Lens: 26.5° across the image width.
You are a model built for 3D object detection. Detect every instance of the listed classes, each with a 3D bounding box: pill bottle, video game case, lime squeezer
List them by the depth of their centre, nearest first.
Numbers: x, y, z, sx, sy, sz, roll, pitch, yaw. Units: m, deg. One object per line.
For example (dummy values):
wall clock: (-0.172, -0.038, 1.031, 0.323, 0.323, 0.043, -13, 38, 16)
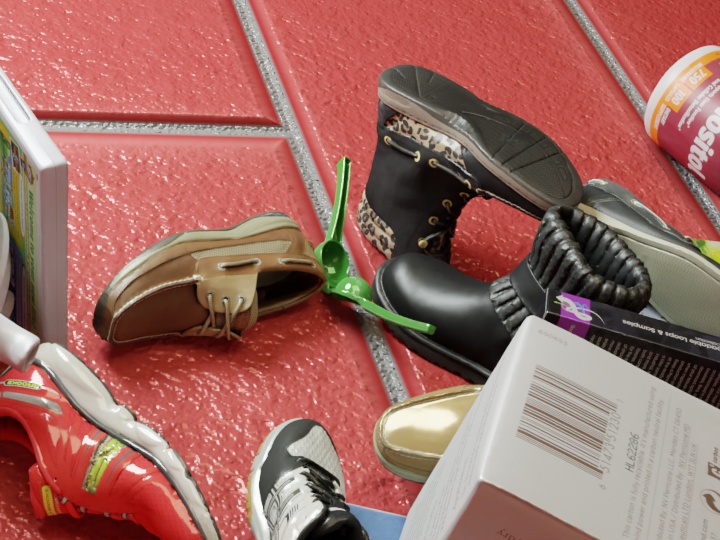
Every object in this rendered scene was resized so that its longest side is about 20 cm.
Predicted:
video game case: (-0.250, -0.052, 1.076, 0.022, 0.201, 0.182, -18, 50, -27)
lime squeezer: (0.000, 0.000, 1.222, 0.070, 0.038, 0.201, -32, 49, 7)
pill bottle: (0.376, -0.117, 1.464, 0.112, 0.113, 0.200, -17, 50, -36)

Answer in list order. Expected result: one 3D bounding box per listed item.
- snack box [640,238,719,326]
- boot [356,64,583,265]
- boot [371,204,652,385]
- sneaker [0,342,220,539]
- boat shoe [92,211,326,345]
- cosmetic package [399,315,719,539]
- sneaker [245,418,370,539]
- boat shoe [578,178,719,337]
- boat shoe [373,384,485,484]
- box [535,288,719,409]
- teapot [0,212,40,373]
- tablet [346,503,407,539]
snack box: (0.254, 0.056, 1.248, 0.167, 0.068, 0.201, 7, 39, -14)
boot: (0.081, -0.060, 1.253, 0.199, 0.151, 0.073, 34, 40, 22)
boot: (0.114, 0.009, 1.176, 0.211, 0.158, 0.079, 33, 41, 18)
sneaker: (-0.170, 0.137, 0.990, 0.200, 0.077, 0.085, 39, 64, 22)
boat shoe: (-0.106, 0.013, 1.157, 0.199, 0.076, 0.074, -23, 57, -39)
cosmetic package: (0.119, 0.174, 0.933, 0.166, 0.201, 0.168, 26, 37, -1)
sneaker: (-0.025, 0.165, 0.962, 0.075, 0.088, 0.201, 31, 37, -24)
boat shoe: (0.247, -0.009, 1.211, 0.199, 0.072, 0.068, 34, 46, 22)
boat shoe: (0.105, 0.101, 1.033, 0.198, 0.076, 0.072, -5, 64, 5)
box: (0.208, 0.101, 1.118, 0.199, 0.144, 0.036, 17, 37, -2)
teapot: (-0.303, -0.001, 1.035, 0.146, 0.197, 0.201, 24, 49, -34)
tablet: (0.004, 0.231, 0.987, 0.129, 0.014, 0.201, 13, 38, -5)
